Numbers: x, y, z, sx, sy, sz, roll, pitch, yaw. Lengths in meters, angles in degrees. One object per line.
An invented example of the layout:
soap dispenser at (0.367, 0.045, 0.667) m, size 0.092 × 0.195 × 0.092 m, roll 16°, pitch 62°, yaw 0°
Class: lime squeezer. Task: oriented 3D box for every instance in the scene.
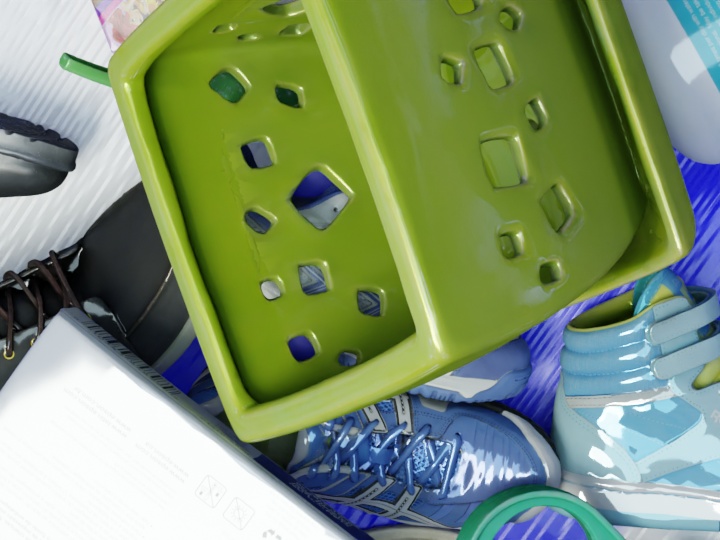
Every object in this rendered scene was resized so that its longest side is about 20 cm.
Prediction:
lime squeezer at (-0.052, -0.100, 1.129) m, size 0.199 × 0.071 × 0.038 m, roll -18°, pitch 55°, yaw -22°

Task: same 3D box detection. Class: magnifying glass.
magnifying glass at (0.135, 0.161, 1.129) m, size 0.199 × 0.022 × 0.080 m, roll 18°, pitch 87°, yaw -24°

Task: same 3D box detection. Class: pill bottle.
pill bottle at (0.192, -0.125, 1.096) m, size 0.199 × 0.111 × 0.111 m, roll -30°, pitch 97°, yaw 7°

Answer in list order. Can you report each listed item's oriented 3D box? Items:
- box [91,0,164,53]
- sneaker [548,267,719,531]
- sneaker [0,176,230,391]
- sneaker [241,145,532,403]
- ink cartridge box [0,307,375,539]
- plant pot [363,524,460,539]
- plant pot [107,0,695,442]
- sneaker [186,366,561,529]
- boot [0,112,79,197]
box at (-0.056, -0.208, 1.132) m, size 0.199 × 0.039 × 0.138 m, roll -21°, pitch 98°, yaw 6°
sneaker at (0.190, 0.061, 1.143) m, size 0.199 × 0.080 × 0.131 m, roll 1°, pitch 101°, yaw 2°
sneaker at (-0.151, 0.021, 1.114) m, size 0.200 × 0.106 × 0.075 m, roll -50°, pitch 49°, yaw 26°
sneaker at (0.000, 0.000, 1.146) m, size 0.199 × 0.075 × 0.089 m, roll 21°, pitch 100°, yaw -1°
ink cartridge box at (-0.119, 0.155, 1.072) m, size 0.199 × 0.041 × 0.200 m, roll 38°, pitch 96°, yaw 6°
plant pot at (0.022, 0.247, 1.130) m, size 0.199 × 0.184 × 0.202 m, roll 1°, pitch 99°, yaw 4°
plant pot at (0.026, -0.052, 1.030) m, size 0.181 × 0.199 × 0.201 m, roll -16°, pitch 85°, yaw -32°
sneaker at (0.001, 0.093, 1.146) m, size 0.199 × 0.077 × 0.076 m, roll 9°, pitch 99°, yaw 13°
boot at (-0.241, 0.010, 1.165) m, size 0.164 × 0.066 × 0.201 m, roll 15°, pitch 97°, yaw 9°
